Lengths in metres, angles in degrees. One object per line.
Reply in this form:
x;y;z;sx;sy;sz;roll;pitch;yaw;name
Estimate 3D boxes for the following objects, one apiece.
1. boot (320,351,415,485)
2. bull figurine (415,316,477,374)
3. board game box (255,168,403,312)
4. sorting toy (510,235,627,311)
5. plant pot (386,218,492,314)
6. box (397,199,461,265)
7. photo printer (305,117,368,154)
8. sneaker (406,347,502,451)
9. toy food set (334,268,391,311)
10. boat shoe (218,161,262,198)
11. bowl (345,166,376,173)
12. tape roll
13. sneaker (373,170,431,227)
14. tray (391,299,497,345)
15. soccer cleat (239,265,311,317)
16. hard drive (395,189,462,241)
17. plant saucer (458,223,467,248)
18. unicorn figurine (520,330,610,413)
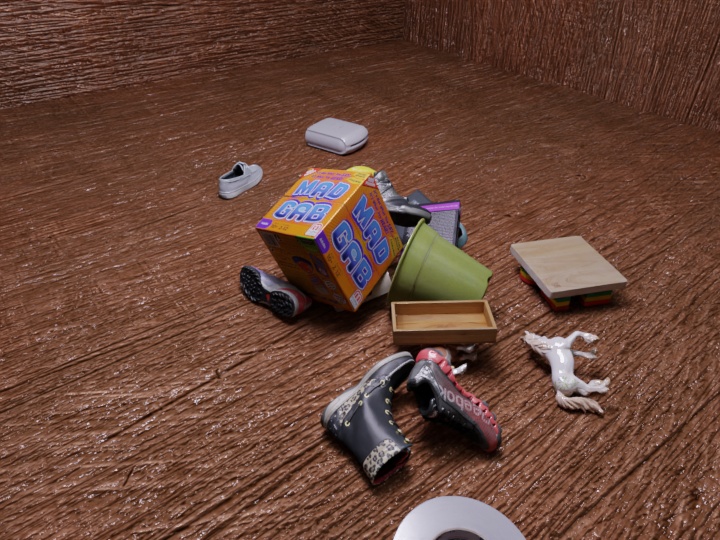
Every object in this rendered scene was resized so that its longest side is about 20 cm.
0.048;0.244;0.918;0.201;0.075;0.153;-33;47;-19;boot
0.155;0.167;1.043;0.117;0.067;0.202;3;35;23;bull figurine
-0.063;-0.072;1.173;0.196;0.203;0.201;12;52;42;board game box
0.479;0.009;1.286;0.192;0.072;0.201;-7;35;-12;sorting toy
0.179;0.020;1.175;0.185;0.205;0.201;24;38;12;plant pot
0.173;-0.083;1.346;0.138;0.036;0.205;-3;52;23;box
-0.079;-0.487;1.976;0.195;0.071;0.166;22;39;27;photo printer
0.150;0.231;0.904;0.201;0.071;0.097;48;49;5;sneaker
0.000;0.000;1.270;0.139;0.061;0.203;-21;38;10;toy food set
-0.367;-0.294;1.684;0.068;0.074;0.201;15;37;19;boat shoe
0.017;-0.148;1.358;0.195;0.207;0.107;-18;25;-27;bowl
0.131;0.404;0.707;0.192;0.068;0.203;1;34;-1;tape roll
0.075;-0.168;1.251;0.193;0.077;0.118;13;70;16;sneaker
0.157;0.101;1.057;0.192;0.038;0.100;-2;29;2;tray
-0.195;0.044;1.224;0.196;0.071;0.072;26;22;33;soccer cleat
0.155;-0.116;1.425;0.138;0.033;0.201;-35;48;-5;hard drive
0.197;-0.112;1.488;0.192;0.028;0.203;1;35;-1;plant saucer
0.389;0.171;1.040;0.132;0.076;0.203;-6;39;9;unicorn figurine
